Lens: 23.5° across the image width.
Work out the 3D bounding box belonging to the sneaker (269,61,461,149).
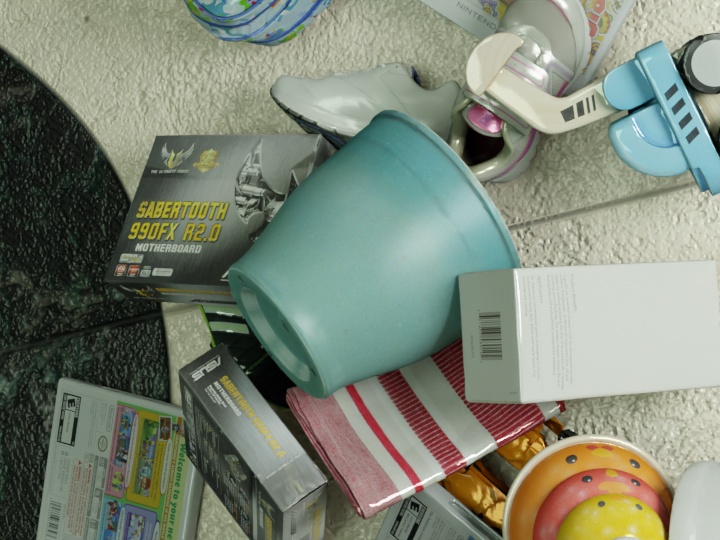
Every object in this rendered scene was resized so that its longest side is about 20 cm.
[{"bbox_3d":[0.010,-0.148,1.565,0.200,0.075,0.087,18,81,26],"label":"sneaker"}]

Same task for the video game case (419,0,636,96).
[{"bbox_3d":[0.151,-0.269,1.443,0.182,0.023,0.200,34,126,11],"label":"video game case"}]

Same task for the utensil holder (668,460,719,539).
[{"bbox_3d":[0.354,0.225,1.308,0.200,0.170,0.170,-6,87,27],"label":"utensil holder"}]

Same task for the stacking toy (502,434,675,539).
[{"bbox_3d":[0.194,0.211,1.322,0.146,0.200,0.146,0,95,-5],"label":"stacking toy"}]

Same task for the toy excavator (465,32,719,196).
[{"bbox_3d":[0.206,-0.130,1.373,0.200,0.100,0.195,-27,93,8],"label":"toy excavator"}]

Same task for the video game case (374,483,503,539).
[{"bbox_3d":[0.079,0.298,1.510,0.182,0.022,0.200,38,126,24],"label":"video game case"}]

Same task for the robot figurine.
[{"bbox_3d":[0.142,0.182,1.487,0.200,0.058,0.145,40,109,24],"label":"robot figurine"}]

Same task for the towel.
[{"bbox_3d":[0.053,0.112,1.468,0.200,0.023,0.144,-26,53,-14],"label":"towel"}]

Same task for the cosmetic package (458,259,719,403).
[{"bbox_3d":[0.186,0.048,1.376,0.085,0.200,0.108,-7,85,60],"label":"cosmetic package"}]

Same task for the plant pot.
[{"bbox_3d":[0.000,0.000,1.435,0.188,0.200,0.200,-35,69,-16],"label":"plant pot"}]

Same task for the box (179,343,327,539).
[{"bbox_3d":[-0.096,0.175,1.545,0.048,0.200,0.158,-33,69,-18],"label":"box"}]

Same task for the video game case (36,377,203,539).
[{"bbox_3d":[-0.239,0.222,1.723,0.182,0.022,0.200,11,95,29],"label":"video game case"}]

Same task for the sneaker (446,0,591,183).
[{"bbox_3d":[0.128,-0.148,1.447,0.081,0.088,0.200,28,122,16],"label":"sneaker"}]

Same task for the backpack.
[{"bbox_3d":[-0.080,-0.300,1.576,0.163,0.154,0.200,45,124,14],"label":"backpack"}]

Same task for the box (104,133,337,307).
[{"bbox_3d":[-0.126,-0.047,1.598,0.200,0.048,0.159,3,66,34],"label":"box"}]

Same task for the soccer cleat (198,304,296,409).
[{"bbox_3d":[-0.108,0.038,1.624,0.081,0.067,0.200,-42,68,21],"label":"soccer cleat"}]
